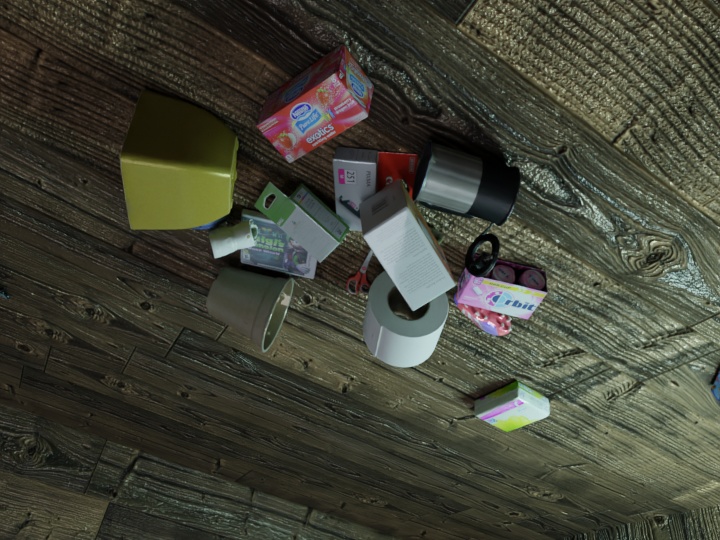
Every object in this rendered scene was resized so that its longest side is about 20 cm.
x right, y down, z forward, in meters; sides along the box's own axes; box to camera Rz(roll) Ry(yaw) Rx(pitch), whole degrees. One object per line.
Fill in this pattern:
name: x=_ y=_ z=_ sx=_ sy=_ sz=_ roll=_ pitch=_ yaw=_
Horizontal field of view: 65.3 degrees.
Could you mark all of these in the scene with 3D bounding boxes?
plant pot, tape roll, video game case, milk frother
plant pot: x=-0.293 y=0.081 z=1.461 sx=0.179 sy=0.203 sz=0.203 roll=21 pitch=141 yaw=3
tape roll: x=0.107 y=0.114 z=1.383 sx=0.196 sy=0.207 sz=0.141 roll=10 pitch=143 yaw=0
video game case: x=-0.198 y=-0.061 z=1.383 sx=0.194 sy=0.024 sz=0.184 roll=13 pitch=140 yaw=-3
plant pot: x=-0.347 y=-0.204 z=1.121 sx=0.194 sy=0.199 sz=0.198 roll=7 pitch=142 yaw=-11
milk frother: x=0.190 y=-0.117 z=1.092 sx=0.183 sy=0.204 sz=0.182 roll=14 pitch=145 yaw=-5

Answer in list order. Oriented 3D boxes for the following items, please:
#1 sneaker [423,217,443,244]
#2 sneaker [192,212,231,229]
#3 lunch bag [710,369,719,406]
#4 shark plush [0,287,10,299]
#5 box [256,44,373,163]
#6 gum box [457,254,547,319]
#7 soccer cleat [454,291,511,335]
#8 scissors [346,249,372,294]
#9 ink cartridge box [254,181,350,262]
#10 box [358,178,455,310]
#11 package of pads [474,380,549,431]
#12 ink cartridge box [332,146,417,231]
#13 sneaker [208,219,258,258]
sneaker: x=0.155 y=-0.049 z=1.284 sx=0.088 sy=0.068 sz=0.200 roll=-26 pitch=134 yaw=24
sneaker: x=-0.398 y=-0.145 z=1.292 sx=0.194 sy=0.067 sz=0.080 roll=3 pitch=137 yaw=9
lunch bag: x=1.074 y=0.304 z=1.501 sx=0.194 sy=0.096 sz=0.153 roll=-9 pitch=136 yaw=8
shark plush: x=-1.138 y=0.022 z=1.687 sx=0.081 sy=0.093 sz=0.199 roll=11 pitch=167 yaw=30
box: x=-0.083 y=-0.297 z=1.015 sx=0.196 sy=0.097 sz=0.100 roll=-21 pitch=131 yaw=33
gum box: x=0.332 y=0.038 z=1.350 sx=0.194 sy=0.067 sz=0.115 roll=13 pitch=142 yaw=-3
soccer cleat: x=0.308 y=0.118 z=1.457 sx=0.197 sy=0.068 sz=0.076 roll=28 pitch=143 yaw=-24
scissors: x=0.000 y=0.000 z=1.419 sx=0.071 sy=0.014 sz=0.203 roll=9 pitch=142 yaw=5
ink cartridge box: x=-0.129 y=-0.120 z=1.242 sx=0.199 sy=0.060 sz=0.104 roll=40 pitch=143 yaw=-10
box: x=0.092 y=-0.054 z=1.143 sx=0.105 sy=0.153 sz=0.202 roll=-30 pitch=117 yaw=12
package of pads: x=0.485 y=0.440 z=1.797 sx=0.152 sy=0.070 sz=0.199 roll=29 pitch=138 yaw=-21
ink cartridge box: x=0.031 y=-0.163 z=1.195 sx=0.168 sy=0.044 sz=0.203 roll=7 pitch=141 yaw=7
sneaker: x=-0.293 y=-0.077 z=1.308 sx=0.113 sy=0.200 sz=0.076 roll=-17 pitch=106 yaw=-13
